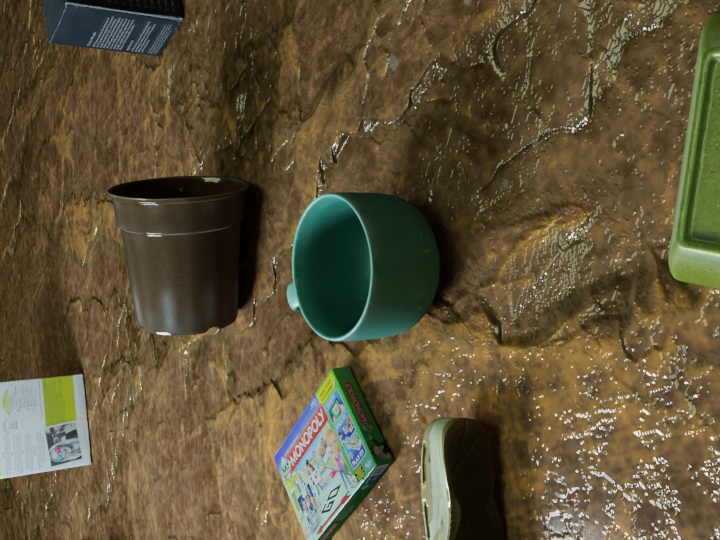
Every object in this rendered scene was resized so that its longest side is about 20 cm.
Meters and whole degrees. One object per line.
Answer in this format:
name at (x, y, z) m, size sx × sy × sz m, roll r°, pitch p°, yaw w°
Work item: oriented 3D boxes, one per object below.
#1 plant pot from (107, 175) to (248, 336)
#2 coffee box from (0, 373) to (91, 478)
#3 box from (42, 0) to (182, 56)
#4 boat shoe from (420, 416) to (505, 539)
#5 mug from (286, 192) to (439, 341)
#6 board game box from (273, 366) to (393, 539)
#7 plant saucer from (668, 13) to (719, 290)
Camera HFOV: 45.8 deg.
plant pot at (-0.254, -0.023, 1.231) m, size 0.199 × 0.198 × 0.202 m, roll 19°, pitch 115°, yaw 52°
coffee box at (-0.733, 0.347, 1.897) m, size 0.199 × 0.195 × 0.204 m, roll -19°, pitch 77°, yaw 53°
box at (-0.420, -0.484, 1.419) m, size 0.123 × 0.194 × 0.203 m, roll -30°, pitch 67°, yaw 50°
boat shoe at (0.097, 0.245, 0.846) m, size 0.066 × 0.073 × 0.204 m, roll 178°, pitch 92°, yaw -67°
mug at (0.004, -0.009, 0.917) m, size 0.184 × 0.113 × 0.155 m, roll 24°, pitch 112°, yaw 52°
board game box at (-0.039, 0.235, 1.063) m, size 0.136 × 0.029 × 0.201 m, roll 60°, pitch 136°, yaw 32°
plant saucer at (0.292, -0.074, 0.566) m, size 0.199 × 0.047 × 0.204 m, roll 18°, pitch 106°, yaw 52°
